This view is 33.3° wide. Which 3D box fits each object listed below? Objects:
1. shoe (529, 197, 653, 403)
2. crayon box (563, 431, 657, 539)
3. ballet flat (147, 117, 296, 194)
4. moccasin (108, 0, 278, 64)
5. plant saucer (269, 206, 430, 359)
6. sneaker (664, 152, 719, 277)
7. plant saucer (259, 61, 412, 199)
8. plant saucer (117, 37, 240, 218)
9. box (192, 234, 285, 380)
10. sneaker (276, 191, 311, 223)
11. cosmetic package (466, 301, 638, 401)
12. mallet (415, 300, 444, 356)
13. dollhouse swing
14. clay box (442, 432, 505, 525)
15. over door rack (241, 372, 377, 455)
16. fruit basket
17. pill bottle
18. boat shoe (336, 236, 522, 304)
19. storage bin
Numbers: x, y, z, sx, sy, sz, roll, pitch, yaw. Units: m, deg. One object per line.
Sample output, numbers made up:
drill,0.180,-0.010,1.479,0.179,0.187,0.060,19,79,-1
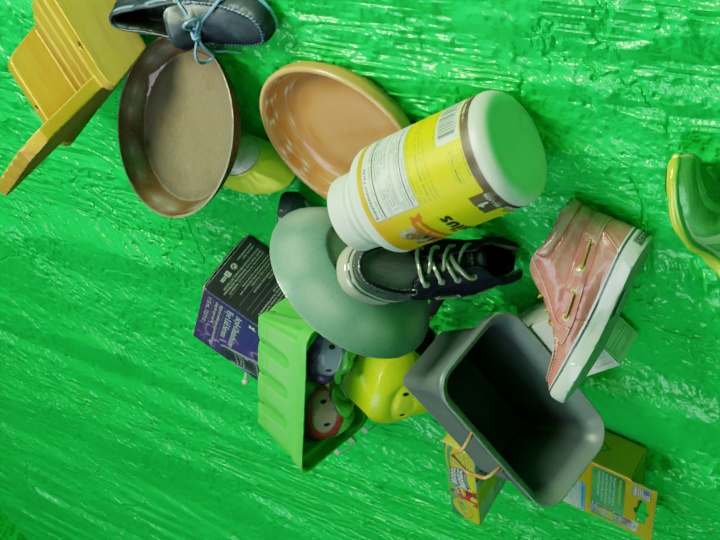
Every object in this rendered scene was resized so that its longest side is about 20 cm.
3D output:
shoe,0.205,0.029,1.175,0.091,0.071,0.201,30,122,19
crayon box,0.273,0.240,1.461,0.199,0.052,0.126,23,147,25
ballet flat,-0.165,-0.139,1.376,0.199,0.067,0.067,22,174,29
moccasin,-0.173,-0.251,1.234,0.199,0.068,0.081,13,142,36
plant saucer,0.000,0.000,1.274,0.201,0.201,0.039,39,127,-3
sneaker,0.329,-0.030,1.021,0.083,0.074,0.200,-29,113,37
plant saucer,-0.014,-0.140,1.252,0.200,0.038,0.201,26,148,18
plant saucer,-0.196,-0.159,1.330,0.200,0.034,0.201,4,96,41
box,-0.107,0.074,1.582,0.200,0.104,0.148,34,150,6
sneaker,-0.033,-0.018,1.428,0.082,0.070,0.200,-3,137,25
cosmetic package,0.205,0.081,1.312,0.083,0.051,0.200,45,149,-8
mallet,0.085,0.046,1.415,0.041,0.066,0.200,30,135,6
dollhouse swing,-0.362,-0.215,1.337,0.182,0.176,0.200,57,149,-4
clay box,0.151,0.215,1.492,0.047,0.115,0.200,20,146,25
over door rack,-0.080,0.196,1.761,0.200,0.067,0.148,38,151,-2
fruit basket,-0.010,0.130,1.398,0.215,0.155,0.217,20,125,31
pill bottle,0.066,-0.084,1.125,0.199,0.109,0.109,-21,119,38
boat shoe,0.076,-0.008,1.225,0.093,0.199,0.075,-16,80,48
storage bin,0.140,0.155,1.310,0.200,0.146,0.134,48,160,-16
